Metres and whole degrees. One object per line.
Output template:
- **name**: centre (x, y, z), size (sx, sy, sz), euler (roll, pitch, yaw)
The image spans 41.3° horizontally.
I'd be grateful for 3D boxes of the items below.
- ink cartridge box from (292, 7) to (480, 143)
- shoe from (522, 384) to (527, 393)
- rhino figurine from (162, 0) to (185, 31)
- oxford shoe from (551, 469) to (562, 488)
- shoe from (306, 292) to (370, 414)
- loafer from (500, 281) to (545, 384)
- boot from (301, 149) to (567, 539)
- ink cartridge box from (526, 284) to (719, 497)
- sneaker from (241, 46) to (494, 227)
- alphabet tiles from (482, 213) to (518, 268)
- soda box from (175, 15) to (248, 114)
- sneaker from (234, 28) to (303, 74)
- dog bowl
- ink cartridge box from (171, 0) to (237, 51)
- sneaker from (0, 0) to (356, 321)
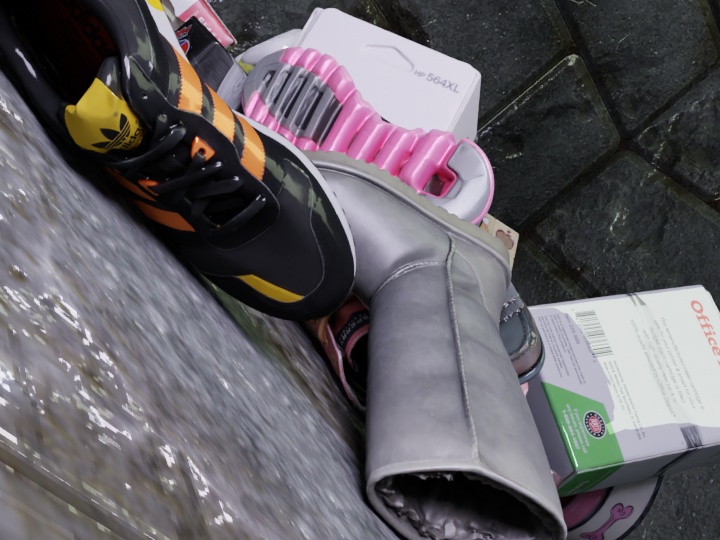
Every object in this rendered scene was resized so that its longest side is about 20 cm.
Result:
- **ink cartridge box**: centre (0.018, -0.107, 0.802), size (0.145, 0.085, 0.200), euler (25, -17, 14)
- **shoe**: centre (0.081, 0.063, 0.782), size (0.090, 0.072, 0.200), euler (13, 19, -4)
- **rhino figurine**: centre (-0.134, -0.147, 0.772), size (0.200, 0.060, 0.087), euler (52, -2, -28)
- **oxford shoe**: centre (0.096, 0.130, 0.804), size (0.071, 0.072, 0.200), euler (48, 4, -46)
- **shoe**: centre (-0.004, 0.019, 0.588), size (0.200, 0.071, 0.091), euler (46, 10, 0)
- **loafer**: centre (0.065, 0.008, 0.689), size (0.063, 0.071, 0.200), euler (66, -5, -35)
- **boot**: centre (0.012, 0.035, 0.478), size (0.180, 0.073, 0.201), euler (18, 42, -9)
- **ink cartridge box**: centre (0.227, 0.102, 0.822), size (0.084, 0.198, 0.147), euler (116, -37, -55)
- **sneaker**: centre (0.004, -0.076, 0.650), size (0.199, 0.079, 0.095), euler (36, -4, 19)
- **alphabet tiles**: centre (0.066, -0.019, 0.937), size (0.199, 0.168, 0.008), euler (31, -35, -19)
- **soda box**: centre (-0.084, -0.091, 0.730), size (0.200, 0.071, 0.063), euler (49, 2, -40)
- **sneaker**: centre (-0.080, -0.139, 0.862), size (0.106, 0.075, 0.200), euler (62, -26, -4)
- **dog bowl**: centre (0.198, 0.166, 0.934), size (0.073, 0.201, 0.200), euler (15, 23, -32)
- **ink cartridge box**: centre (-0.207, -0.265, 0.878), size (0.201, 0.083, 0.147), euler (51, 3, -14)
- **sneaker**: centre (-0.081, -0.049, 0.380), size (0.201, 0.070, 0.090), euler (51, 17, -8)
